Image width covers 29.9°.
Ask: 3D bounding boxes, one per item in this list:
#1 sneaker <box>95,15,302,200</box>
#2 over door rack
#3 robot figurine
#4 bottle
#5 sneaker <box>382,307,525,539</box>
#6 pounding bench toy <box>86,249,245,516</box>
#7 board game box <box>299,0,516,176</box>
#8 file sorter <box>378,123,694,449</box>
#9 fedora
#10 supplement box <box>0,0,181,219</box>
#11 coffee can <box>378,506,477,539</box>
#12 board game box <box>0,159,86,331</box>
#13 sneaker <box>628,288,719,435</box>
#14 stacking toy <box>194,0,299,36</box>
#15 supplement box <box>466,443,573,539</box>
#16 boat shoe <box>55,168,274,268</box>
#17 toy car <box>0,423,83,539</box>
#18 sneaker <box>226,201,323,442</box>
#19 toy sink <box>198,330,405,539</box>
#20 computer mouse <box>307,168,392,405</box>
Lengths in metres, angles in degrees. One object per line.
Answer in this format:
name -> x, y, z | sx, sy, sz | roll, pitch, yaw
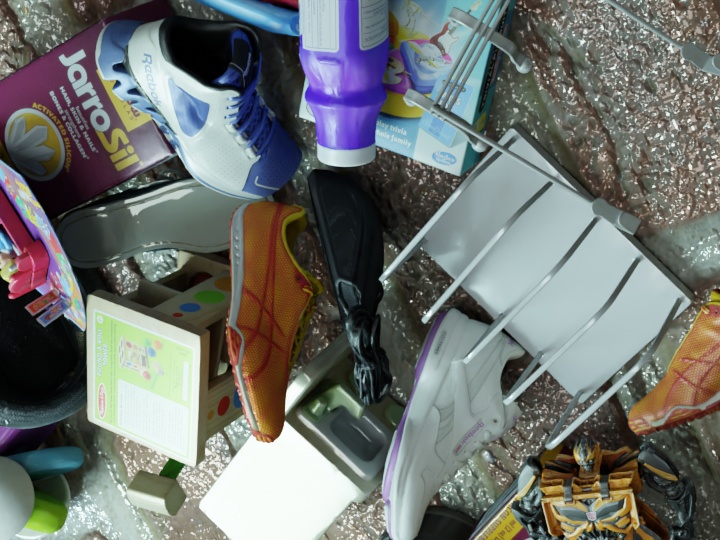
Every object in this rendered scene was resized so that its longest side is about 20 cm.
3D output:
sneaker -> -0.111, -0.136, 1.092 | 0.114, 0.081, 0.199 | -8, 141, 46
over door rack -> 0.149, -0.138, 0.995 | 0.199, 0.067, 0.149 | 29, 96, -7
robot figurine -> 0.197, 0.221, 1.047 | 0.144, 0.058, 0.202 | -11, 115, 22
bottle -> -0.012, -0.182, 1.027 | 0.065, 0.084, 0.202 | 6, 114, 16
sneaker -> 0.079, 0.137, 1.134 | 0.099, 0.075, 0.202 | 19, 83, 2
pounding bench toy -> -0.149, 0.103, 1.224 | 0.123, 0.156, 0.202 | 17, 116, 27
board game box -> 0.041, -0.196, 1.072 | 0.150, 0.047, 0.202 | 21, 119, 18
file sorter -> 0.134, 0.015, 1.067 | 0.200, 0.124, 0.139 | 44, 123, 4
fedora -> -0.335, 0.062, 1.326 | 0.201, 0.200, 0.092 | 45, 156, 3
supplement box -> -0.239, -0.136, 1.205 | 0.199, 0.103, 0.132 | -23, 99, 32
coffee can -> 0.042, 0.324, 1.197 | 0.145, 0.200, 0.148 | 10, 115, 22
board game box -> -0.312, -0.025, 1.191 | 0.199, 0.039, 0.159 | 30, 143, 47
sneaker -> 0.283, 0.061, 1.056 | 0.200, 0.073, 0.078 | -44, 66, 29
stacking toy -> -0.062, -0.296, 1.064 | 0.109, 0.116, 0.202 | 22, 105, 7
supplement box -> 0.199, 0.260, 1.158 | 0.200, 0.086, 0.111 | 41, 122, 6
boat shoe -> -0.174, -0.048, 1.216 | 0.198, 0.062, 0.076 | -15, 112, 3
toy car -> -0.372, 0.184, 1.393 | 0.199, 0.175, 0.151 | 32, 85, 12
sneaker -> -0.068, 0.038, 1.094 | 0.076, 0.073, 0.202 | -1, 75, 2
toy sink -> -0.030, 0.160, 1.208 | 0.112, 0.130, 0.200 | 41, 122, 6
computer mouse -> 0.000, 0.000, 1.126 | 0.052, 0.202, 0.139 | -14, 151, -2
